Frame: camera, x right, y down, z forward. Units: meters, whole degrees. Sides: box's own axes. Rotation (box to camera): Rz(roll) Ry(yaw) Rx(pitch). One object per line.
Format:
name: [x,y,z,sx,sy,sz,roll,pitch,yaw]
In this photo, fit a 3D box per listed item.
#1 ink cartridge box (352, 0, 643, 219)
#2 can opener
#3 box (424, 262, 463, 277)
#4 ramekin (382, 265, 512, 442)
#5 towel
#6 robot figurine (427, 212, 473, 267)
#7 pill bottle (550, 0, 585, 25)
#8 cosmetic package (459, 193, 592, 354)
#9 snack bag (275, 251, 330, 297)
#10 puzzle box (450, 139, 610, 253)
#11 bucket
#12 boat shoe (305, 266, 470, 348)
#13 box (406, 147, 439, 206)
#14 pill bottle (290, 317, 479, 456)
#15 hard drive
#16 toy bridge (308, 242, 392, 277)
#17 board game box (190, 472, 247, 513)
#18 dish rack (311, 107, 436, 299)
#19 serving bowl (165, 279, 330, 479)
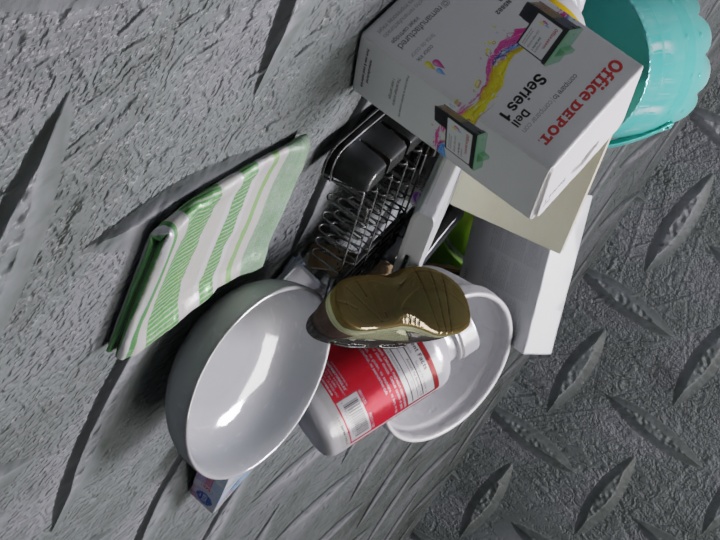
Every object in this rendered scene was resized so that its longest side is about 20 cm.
ink cartridge box: [0.116,-0.163,1.195,0.145,0.200,0.084,-46,166,-25]
can opener: [0.040,-0.013,1.681,0.200,0.053,0.067,-50,-162,-14]
box: [0.061,0.072,1.802,0.163,0.021,0.200,7,127,-33]
ramekin: [0.071,0.088,1.637,0.200,0.105,0.201,-26,134,-30]
towel: [-0.121,-0.020,1.150,0.200,0.023,0.153,-36,158,-49]
robot figurine: [0.146,-0.007,1.869,0.175,0.116,0.200,-22,148,-44]
pill bottle: [0.148,-0.200,1.327,0.113,0.112,0.201,98,14,-64]
cosmetic package: [0.191,-0.018,1.693,0.052,0.151,0.201,2,109,-36]
snack bag: [-0.103,0.080,1.465,0.200,0.021,0.189,-52,166,-3]
puzzle box: [0.188,-0.132,1.462,0.025,0.133,0.201,-42,155,-62]
bucket: [0.259,-0.233,1.510,0.135,0.207,0.208,-18,144,-51]
boat shoe: [0.027,0.040,1.358,0.066,0.072,0.200,-26,163,38]
box: [0.106,-0.146,1.546,0.039,0.041,0.200,-36,160,-46]
pill bottle: [0.020,0.097,1.463,0.200,0.112,0.112,-31,161,-15]
hard drive: [0.074,-0.064,1.457,0.200,0.026,0.132,-65,175,-49]
toy bridge: [0.000,0.000,1.502,0.200,0.067,0.027,33,64,-76]
board game box: [-0.106,0.171,1.584,0.200,0.041,0.200,-47,174,-23]
dish rack: [0.008,-0.064,1.354,0.153,0.054,0.200,-44,159,-43]
serving bowl: [-0.114,0.092,1.313,0.200,0.066,0.201,-37,141,-37]
